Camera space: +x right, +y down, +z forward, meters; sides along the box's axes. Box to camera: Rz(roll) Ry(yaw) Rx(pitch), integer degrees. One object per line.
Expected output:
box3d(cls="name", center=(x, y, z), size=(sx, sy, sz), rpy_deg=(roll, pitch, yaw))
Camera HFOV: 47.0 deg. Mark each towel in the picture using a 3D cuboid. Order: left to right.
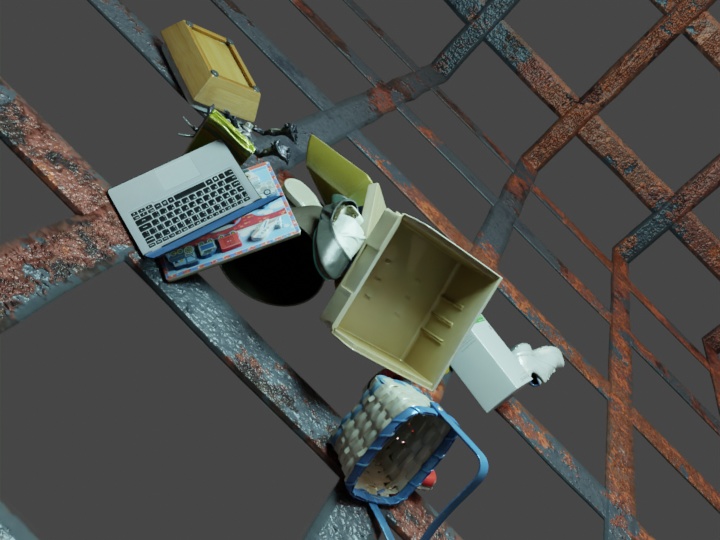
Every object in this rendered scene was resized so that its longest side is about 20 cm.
box3d(cls="towel", center=(-0.230, -0.182, 1.308), size=(0.086, 0.200, 0.018), rpy_deg=(43, 63, -10))

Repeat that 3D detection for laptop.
box3d(cls="laptop", center=(-0.231, -0.105, 1.132), size=(0.186, 0.116, 0.201), rpy_deg=(-28, 67, -17))

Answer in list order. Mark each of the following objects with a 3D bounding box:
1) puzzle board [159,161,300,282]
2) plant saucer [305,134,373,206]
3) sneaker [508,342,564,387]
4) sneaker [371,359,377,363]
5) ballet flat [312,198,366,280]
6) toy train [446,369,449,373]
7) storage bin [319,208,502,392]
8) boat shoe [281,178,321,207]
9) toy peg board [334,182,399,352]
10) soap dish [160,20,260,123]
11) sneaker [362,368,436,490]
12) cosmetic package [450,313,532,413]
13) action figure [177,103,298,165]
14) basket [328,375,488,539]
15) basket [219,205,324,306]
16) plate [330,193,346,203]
box3d(cls="puzzle board", center=(-0.203, -0.077, 1.196), size=(0.017, 0.198, 0.151), rpy_deg=(85, -18, -55))
box3d(cls="plant saucer", center=(-0.026, -0.136, 1.563), size=(0.200, 0.048, 0.201), rpy_deg=(41, -16, 41))
box3d(cls="sneaker", center=(0.376, 0.210, 1.777), size=(0.199, 0.074, 0.088), rpy_deg=(6, 57, -44))
box3d(cls="sneaker", center=(0.043, 0.093, 1.436), size=(0.089, 0.079, 0.200), rpy_deg=(26, 28, 13))
box3d(cls="ballet flat", center=(-0.030, -0.057, 1.203), size=(0.068, 0.068, 0.200), rpy_deg=(55, 15, -24))
box3d(cls="toy train", center=(0.135, 0.092, 1.471), size=(0.055, 0.201, 0.150), rpy_deg=(12, -23, 36))
box3d(cls="storage bin", center=(0.073, 0.042, 1.212), size=(0.198, 0.201, 0.094), rpy_deg=(31, 1, -40))
box3d(cls="boat shoe", center=(-0.081, -0.074, 1.488), size=(0.200, 0.060, 0.072), rpy_deg=(49, 36, 11))
box3d(cls="toy peg board", center=(0.000, 0.000, 1.342), size=(0.201, 0.097, 0.200), rpy_deg=(-79, 155, -54))
box3d(cls="soap dish", center=(-0.291, -0.391, 1.623), size=(0.157, 0.081, 0.201), rpy_deg=(11, 43, -50))
box3d(cls="sneaker", center=(0.065, 0.229, 1.232), size=(0.077, 0.085, 0.201), rpy_deg=(15, 38, -45))
box3d(cls="cosmetic package", center=(0.224, 0.161, 1.580), size=(0.200, 0.085, 0.107), rpy_deg=(51, 23, 15))
box3d(cls="action figure", center=(-0.216, -0.225, 1.467), size=(0.198, 0.102, 0.120), rpy_deg=(7, 60, 6))
box3d(cls="basket", center=(0.063, 0.248, 1.096), size=(0.139, 0.177, 0.200), rpy_deg=(27, 19, -41))
box3d(cls="basket", center=(-0.108, -0.036, 1.315), size=(0.179, 0.137, 0.200), rpy_deg=(20, 16, 11))
box3d(cls="plate", center=(0.000, -0.052, 1.520), size=(0.200, 0.026, 0.200), rpy_deg=(49, -14, 16))
